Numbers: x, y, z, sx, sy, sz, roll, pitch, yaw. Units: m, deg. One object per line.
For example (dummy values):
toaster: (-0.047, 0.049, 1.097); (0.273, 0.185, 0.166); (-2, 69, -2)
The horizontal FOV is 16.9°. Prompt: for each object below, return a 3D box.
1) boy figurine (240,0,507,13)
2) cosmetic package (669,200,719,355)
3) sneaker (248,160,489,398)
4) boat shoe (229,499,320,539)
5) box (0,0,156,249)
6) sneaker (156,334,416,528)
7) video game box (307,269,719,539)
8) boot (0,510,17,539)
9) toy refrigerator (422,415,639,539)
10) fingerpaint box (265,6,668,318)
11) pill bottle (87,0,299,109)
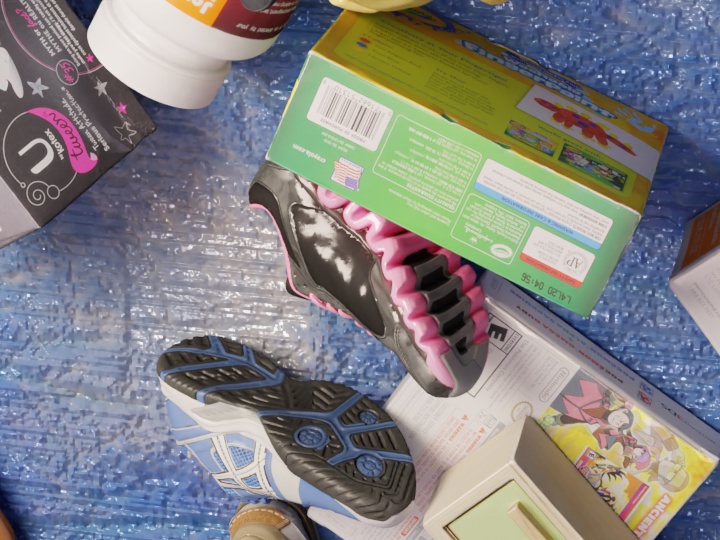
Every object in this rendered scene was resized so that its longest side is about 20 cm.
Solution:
boy figurine: (0.027, -0.177, 1.325); (0.124, 0.199, 0.065); (-22, 81, 47)
cosmetic package: (0.277, -0.035, 1.366); (0.199, 0.101, 0.071); (-34, 100, 22)
sneaker: (0.000, 0.000, 1.448); (0.095, 0.079, 0.201); (-43, 70, 32)
boat shoe: (-0.040, 0.242, 1.574); (0.074, 0.068, 0.201); (-18, 107, 20)
box: (-0.244, -0.116, 1.430); (0.200, 0.115, 0.132); (54, 143, -10)
sneaker: (-0.043, 0.110, 1.503); (0.199, 0.076, 0.077); (29, 133, 35)
video game box: (0.095, 0.127, 1.507); (0.182, 0.047, 0.200); (37, 115, -1)
boot: (-0.323, 0.188, 1.625); (0.199, 0.074, 0.156); (-14, 105, 11)
toy refrigerator: (0.132, 0.193, 1.464); (0.076, 0.070, 0.200); (-37, 101, 24)
fingerpaint box: (0.064, -0.072, 1.367); (0.199, 0.167, 0.074); (26, 114, 1)
pill bottle: (-0.074, -0.195, 1.380); (0.113, 0.113, 0.201); (33, 115, -1)
